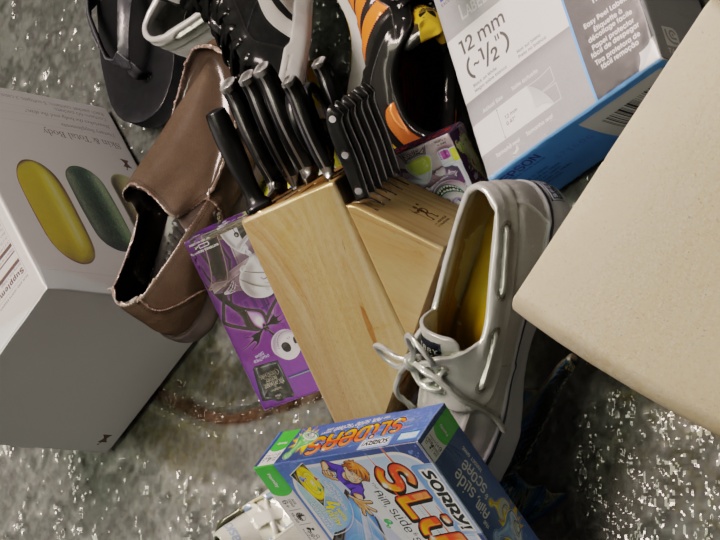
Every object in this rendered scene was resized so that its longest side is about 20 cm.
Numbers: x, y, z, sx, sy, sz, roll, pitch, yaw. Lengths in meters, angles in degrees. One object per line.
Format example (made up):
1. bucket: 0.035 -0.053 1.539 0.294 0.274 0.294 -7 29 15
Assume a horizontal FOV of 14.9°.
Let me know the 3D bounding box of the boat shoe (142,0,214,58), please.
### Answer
1. boat shoe: -0.073 -0.215 1.809 0.200 0.065 0.074 -55 49 26

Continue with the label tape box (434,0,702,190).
1. label tape box: 0.115 -0.167 1.608 0.143 0.066 0.201 -35 62 37

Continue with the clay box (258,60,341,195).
1. clay box: -0.039 -0.045 1.763 0.115 0.048 0.200 -46 53 30

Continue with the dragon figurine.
1. dragon figurine: 0.078 0.121 1.609 0.200 0.059 0.100 -30 64 40

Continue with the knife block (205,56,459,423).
1. knife block: -0.028 -0.018 1.619 0.175 0.064 0.201 26 117 15

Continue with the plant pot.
1. plant pot: 0.235 -0.005 1.382 0.177 0.200 0.200 45 116 26

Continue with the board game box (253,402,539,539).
1. board game box: 0.045 0.168 1.562 0.135 0.034 0.200 -14 119 45

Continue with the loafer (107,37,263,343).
1. loafer: -0.109 -0.054 1.750 0.073 0.071 0.201 12 91 47

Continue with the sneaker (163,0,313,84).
1. sneaker: -0.085 -0.155 1.713 0.073 0.111 0.201 98 177 -54

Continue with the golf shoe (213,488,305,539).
1. golf shoe: -0.039 0.161 1.700 0.200 0.097 0.078 -57 47 22

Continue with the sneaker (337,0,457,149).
1. sneaker: 0.028 -0.160 1.680 0.090 0.070 0.201 -16 79 61

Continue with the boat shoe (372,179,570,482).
1. boat shoe: 0.052 0.044 1.540 0.075 0.086 0.203 33 111 45

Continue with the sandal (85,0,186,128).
1. sandal: -0.169 -0.189 1.922 0.076 0.043 0.201 -32 63 39

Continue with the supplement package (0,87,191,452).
1. supplement package: -0.229 -0.002 1.880 0.151 0.151 0.200 -51 52 28

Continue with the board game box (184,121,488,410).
1. board game box: 0.000 0.000 1.665 0.200 0.032 0.120 -22 102 29
